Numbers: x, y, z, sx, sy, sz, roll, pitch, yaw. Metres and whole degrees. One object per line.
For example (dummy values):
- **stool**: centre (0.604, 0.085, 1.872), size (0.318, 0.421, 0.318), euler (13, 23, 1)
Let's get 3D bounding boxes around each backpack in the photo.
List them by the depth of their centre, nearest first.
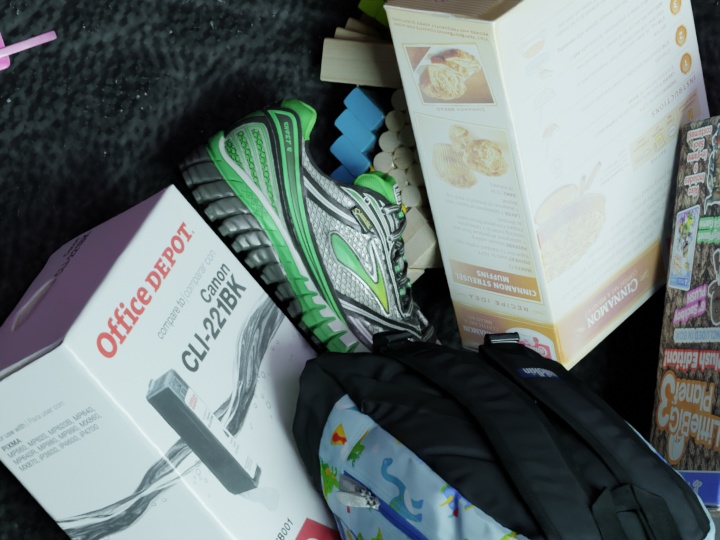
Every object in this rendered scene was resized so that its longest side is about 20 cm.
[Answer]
- **backpack**: centre (0.077, 0.119, 1.304), size (0.163, 0.200, 0.154), euler (3, 99, -34)

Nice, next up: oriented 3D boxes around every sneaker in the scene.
- **sneaker**: centre (0.000, 0.000, 1.416), size (0.085, 0.078, 0.200), euler (-39, 91, 0)

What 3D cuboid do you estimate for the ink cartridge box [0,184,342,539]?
- **ink cartridge box**: centre (-0.081, 0.081, 1.368), size (0.200, 0.084, 0.144), euler (49, 36, -15)

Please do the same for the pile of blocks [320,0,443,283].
- **pile of blocks**: centre (0.026, -0.087, 1.480), size (0.062, 0.082, 0.201), euler (1, 99, -67)

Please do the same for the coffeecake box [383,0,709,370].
- **coffeecake box**: centre (0.104, -0.076, 1.444), size (0.153, 0.073, 0.201), euler (-38, 127, -37)

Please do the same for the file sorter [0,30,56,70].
- **file sorter**: centre (-0.241, -0.173, 1.312), size (0.139, 0.125, 0.201), euler (-22, 97, -25)

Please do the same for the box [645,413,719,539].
- **box**: centre (0.234, 0.098, 1.534), size (0.198, 0.050, 0.201), euler (28, 76, -44)

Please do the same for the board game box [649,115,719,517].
- **board game box**: centre (0.242, 0.030, 1.421), size (0.159, 0.097, 0.201), euler (9, 84, -16)
